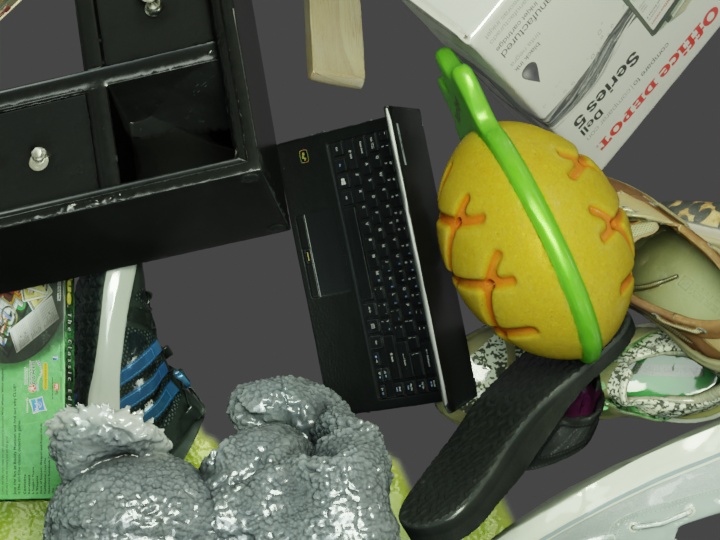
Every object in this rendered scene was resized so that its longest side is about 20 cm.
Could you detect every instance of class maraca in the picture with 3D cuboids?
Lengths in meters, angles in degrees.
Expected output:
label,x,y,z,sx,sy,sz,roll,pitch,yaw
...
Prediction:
label,x,y,z,sx,sy,sz,roll,pitch,yaw
maraca,0.091,-0.036,1.612,0.107,0.137,0.200,-25,74,-7

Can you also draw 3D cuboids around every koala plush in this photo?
label,x,y,z,sx,sy,sz,roll,pitch,yaw
koala plush,-0.094,0.151,1.636,0.200,0.184,0.178,6,92,-20

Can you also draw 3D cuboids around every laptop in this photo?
label,x,y,z,sx,sy,sz,roll,pitch,yaw
laptop,0.000,0.000,1.649,0.103,0.200,0.178,-11,90,-44

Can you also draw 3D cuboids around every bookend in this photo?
label,x,y,z,sx,sy,sz,roll,pitch,yaw
bookend,-0.159,-0.108,1.680,0.198,0.092,0.200,-12,66,6

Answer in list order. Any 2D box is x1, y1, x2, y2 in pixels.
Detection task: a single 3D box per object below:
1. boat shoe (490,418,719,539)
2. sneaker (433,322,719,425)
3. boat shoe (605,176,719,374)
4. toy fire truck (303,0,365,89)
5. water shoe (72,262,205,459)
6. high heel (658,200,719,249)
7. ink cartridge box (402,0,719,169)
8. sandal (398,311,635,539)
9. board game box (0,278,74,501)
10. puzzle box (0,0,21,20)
label,x,y,z,sx,sy,sz,roll,pitch,yaw
boat shoe,0.179,0.151,1.719,0.201,0.070,0.072,-24,87,-2
sneaker,0.143,0.062,1.709,0.200,0.089,0.077,-5,91,0
boat shoe,0.168,-0.012,1.681,0.200,0.074,0.076,32,84,31
toy fire truck,0.036,-0.211,1.701,0.176,0.129,0.200,13,102,-1
water shoe,-0.137,0.075,1.730,0.079,0.071,0.200,1,94,-22
high heel,0.291,-0.037,1.739,0.200,0.071,0.143,22,60,18
ink cartridge box,0.123,-0.166,1.647,0.146,0.200,0.084,-50,56,1
sandal,0.096,0.098,1.637,0.200,0.075,0.048,-46,116,-28
board game box,-0.228,0.043,1.723,0.105,0.023,0.200,-1,84,9
puzzle box,-0.204,-0.187,1.687,0.200,0.133,0.025,-43,95,1
